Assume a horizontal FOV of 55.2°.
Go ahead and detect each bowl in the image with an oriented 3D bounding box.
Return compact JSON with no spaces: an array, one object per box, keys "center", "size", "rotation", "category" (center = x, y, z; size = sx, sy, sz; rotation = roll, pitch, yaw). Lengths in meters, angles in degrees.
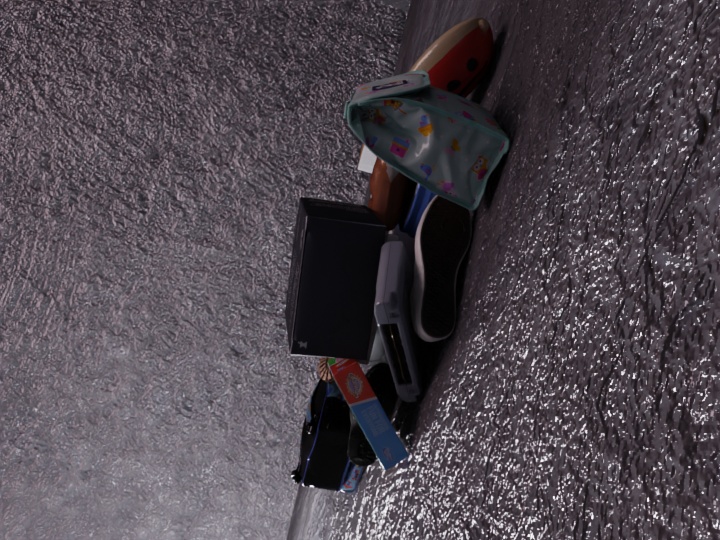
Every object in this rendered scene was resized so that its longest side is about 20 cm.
[{"center":[0.100,-0.151,1.105],"size":[0.201,0.039,0.203],"rotation":[-168,90,-85],"category":"bowl"}]

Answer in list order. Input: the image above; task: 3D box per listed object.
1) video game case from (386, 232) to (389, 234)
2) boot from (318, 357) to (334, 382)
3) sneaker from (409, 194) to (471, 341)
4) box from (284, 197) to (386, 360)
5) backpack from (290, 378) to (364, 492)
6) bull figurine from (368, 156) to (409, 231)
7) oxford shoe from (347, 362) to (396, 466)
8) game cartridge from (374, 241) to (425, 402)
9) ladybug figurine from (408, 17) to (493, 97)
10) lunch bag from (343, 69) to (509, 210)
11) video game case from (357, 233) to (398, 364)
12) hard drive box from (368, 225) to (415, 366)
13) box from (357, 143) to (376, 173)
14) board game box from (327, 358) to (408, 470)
[{"center":[0.000,0.000,1.286],"size":[0.182,0.024,0.201],"rotation":[-39,-25,-41],"category":"video game case"},{"center":[-0.009,0.162,1.413],"size":[0.108,0.074,0.201],"rotation":[55,-127,-33],"category":"boot"},{"center":[0.097,-0.005,0.919],"size":[0.085,0.072,0.202],"rotation":[133,150,-76],"category":"sneaker"},{"center":[-0.044,0.006,1.032],"size":[0.200,0.116,0.199],"rotation":[-119,36,-75],"category":"box"},{"center":[-0.052,0.318,1.389],"size":[0.201,0.133,0.184],"rotation":[-84,9,-58],"category":"backpack"},{"center":[0.052,-0.160,1.084],"size":[0.122,0.064,0.202],"rotation":[-84,9,-62],"category":"bull figurine"},{"center":[0.016,0.237,1.206],"size":[0.085,0.072,0.202],"rotation":[-81,6,-64],"category":"oxford shoe"},{"center":[0.057,0.067,0.944],"size":[0.134,0.041,0.201],"rotation":[-86,-15,-48],"category":"game cartridge"},{"center":[0.141,-0.309,1.075],"size":[0.072,0.135,0.200],"rotation":[59,145,10],"category":"ladybug figurine"},{"center":[0.075,-0.185,0.887],"size":[0.171,0.198,0.123],"rotation":[-83,18,-66],"category":"lunch bag"},{"center":[0.018,0.044,1.129],"size":[0.182,0.023,0.202],"rotation":[-179,103,-84],"category":"video game case"},{"center":[0.061,0.048,1.197],"size":[0.156,0.076,0.202],"rotation":[111,172,-53],"category":"hard drive box"},{"center":[0.061,-0.508,2.765],"size":[0.125,0.096,0.201],"rotation":[-80,7,-46],"category":"box"},{"center":[0.006,0.205,1.047],"size":[0.154,0.040,0.200],"rotation":[61,175,-1],"category":"board game box"}]
